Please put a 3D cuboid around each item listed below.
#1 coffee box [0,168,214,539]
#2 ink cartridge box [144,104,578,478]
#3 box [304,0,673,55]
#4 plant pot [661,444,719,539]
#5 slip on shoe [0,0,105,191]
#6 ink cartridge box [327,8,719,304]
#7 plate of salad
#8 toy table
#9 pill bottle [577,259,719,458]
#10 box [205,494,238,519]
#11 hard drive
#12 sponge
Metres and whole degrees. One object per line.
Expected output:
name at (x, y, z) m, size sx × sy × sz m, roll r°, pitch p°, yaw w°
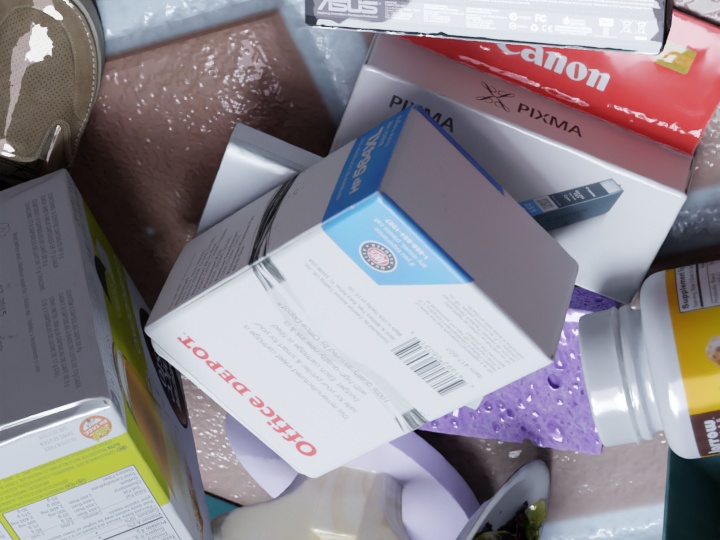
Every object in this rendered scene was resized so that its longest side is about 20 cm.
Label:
coffee box at (-0.216, 0.099, 1.448) m, size 0.199 × 0.200 × 0.198 m, roll -21°, pitch 136°, yaw 5°
ink cartridge box at (-0.001, 0.017, 1.379) m, size 0.200 × 0.084 × 0.146 m, roll -28°, pitch 119°, yaw 38°
box at (0.069, -0.202, 1.285) m, size 0.199 × 0.044 × 0.161 m, roll 5°, pitch 117°, yaw 12°
plant pot at (0.300, 0.180, 1.475) m, size 0.141 × 0.142 × 0.200 m, roll -31°, pitch 121°, yaw 33°
slip on shoe at (-0.203, -0.090, 1.456) m, size 0.076 × 0.061 × 0.200 m, roll 21°, pitch 130°, yaw 0°
ink cartridge box at (0.096, -0.089, 1.381) m, size 0.199 × 0.045 × 0.177 m, roll 21°, pitch 131°, yaw -1°
plate of salad at (0.080, 0.214, 1.519) m, size 0.048 × 0.200 × 0.201 m, roll 23°, pitch 131°, yaw 19°
toy table at (-0.016, 0.171, 1.547) m, size 0.200 × 0.117 × 0.184 m, roll 32°, pitch 142°, yaw -16°
pill bottle at (0.229, 0.045, 1.382) m, size 0.199 × 0.109 × 0.110 m, roll -12°, pitch 123°, yaw 10°
box at (-0.103, 0.200, 1.657) m, size 0.199 × 0.049 × 0.082 m, roll 21°, pitch 129°, yaw -1°
hard drive at (0.000, 0.000, 1.443) m, size 0.199 × 0.027 × 0.132 m, roll 23°, pitch 136°, yaw -1°
sponge at (0.058, 0.052, 1.510) m, size 0.199 × 0.030 × 0.112 m, roll 8°, pitch 128°, yaw 11°
